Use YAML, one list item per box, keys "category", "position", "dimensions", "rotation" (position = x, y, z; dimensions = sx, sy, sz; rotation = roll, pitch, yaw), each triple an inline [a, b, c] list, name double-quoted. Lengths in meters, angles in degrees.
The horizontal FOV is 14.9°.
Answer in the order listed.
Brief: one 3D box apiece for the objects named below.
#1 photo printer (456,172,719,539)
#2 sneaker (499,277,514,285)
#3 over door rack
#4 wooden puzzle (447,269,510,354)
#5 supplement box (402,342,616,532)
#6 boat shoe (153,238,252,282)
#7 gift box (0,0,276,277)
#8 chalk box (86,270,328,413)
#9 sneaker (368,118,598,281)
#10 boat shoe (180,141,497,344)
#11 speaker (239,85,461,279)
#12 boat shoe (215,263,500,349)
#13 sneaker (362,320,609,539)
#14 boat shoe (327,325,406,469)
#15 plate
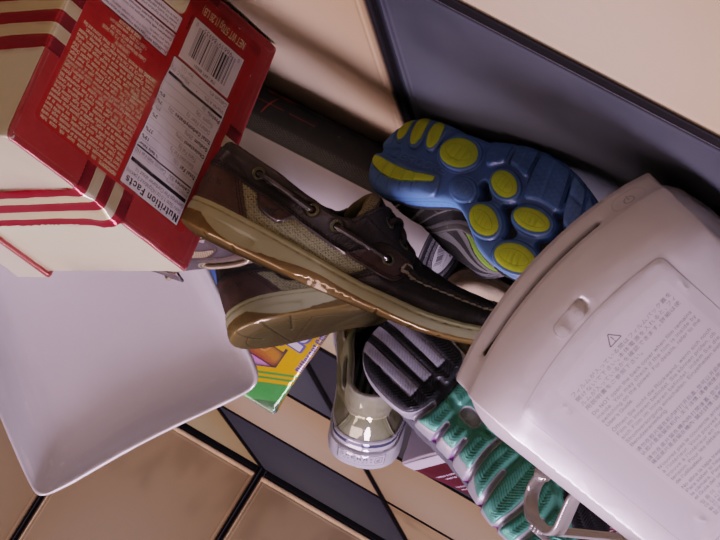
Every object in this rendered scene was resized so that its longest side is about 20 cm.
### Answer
- category: "photo printer"
  position: [0.158, 0.052, 1.479]
  dimensions: [0.200, 0.166, 0.069]
  rotation: [38, -172, -34]
- category: "sneaker"
  position: [0.157, 0.046, 1.735]
  dimensions: [0.104, 0.060, 0.200]
  rotation: [39, 165, -20]
- category: "over door rack"
  position: [0.193, 0.168, 1.598]
  dimensions: [0.148, 0.067, 0.200]
  rotation: [8, -160, -18]
- category: "wooden puzzle"
  position: [0.146, 0.082, 1.697]
  dimensions: [0.200, 0.037, 0.185]
  rotation: [25, 162, 18]
- category: "supplement box"
  position: [0.135, 0.115, 1.869]
  dimensions: [0.200, 0.109, 0.061]
  rotation: [26, 156, -24]
- category: "boat shoe"
  position: [-0.127, -0.024, 1.732]
  dimensions: [0.200, 0.075, 0.073]
  rotation: [0, 138, 47]
- category: "gift box"
  position: [-0.178, -0.112, 1.656]
  dimensions: [0.187, 0.200, 0.185]
  rotation: [-1, 145, 43]
- category: "chalk box"
  position: [-0.105, -0.020, 1.892]
  dimensions: [0.200, 0.124, 0.125]
  rotation: [32, -159, -7]
- category: "sneaker"
  position: [0.085, -0.031, 1.573]
  dimensions: [0.083, 0.071, 0.200]
  rotation: [38, 174, -38]
- category: "boat shoe"
  position: [-0.003, -0.014, 1.600]
  dimensions: [0.200, 0.065, 0.073]
  rotation: [22, -179, -15]
- category: "speaker"
  position: [-0.029, -0.056, 1.737]
  dimensions: [0.200, 0.081, 0.081]
  rotation: [28, 169, 21]
- category: "boat shoe"
  position: [-0.001, 0.000, 1.785]
  dimensions: [0.072, 0.201, 0.066]
  rotation: [-44, 62, 58]
- category: "sneaker"
  position: [0.082, 0.107, 1.750]
  dimensions: [0.200, 0.074, 0.088]
  rotation: [49, 176, 2]
- category: "boat shoe"
  position: [0.018, 0.053, 1.863]
  dimensions: [0.072, 0.062, 0.200]
  rotation: [11, -145, -4]
- category: "plate"
  position: [-0.176, 0.023, 1.828]
  dimensions: [0.032, 0.200, 0.200]
  rotation: [-14, -103, -62]
